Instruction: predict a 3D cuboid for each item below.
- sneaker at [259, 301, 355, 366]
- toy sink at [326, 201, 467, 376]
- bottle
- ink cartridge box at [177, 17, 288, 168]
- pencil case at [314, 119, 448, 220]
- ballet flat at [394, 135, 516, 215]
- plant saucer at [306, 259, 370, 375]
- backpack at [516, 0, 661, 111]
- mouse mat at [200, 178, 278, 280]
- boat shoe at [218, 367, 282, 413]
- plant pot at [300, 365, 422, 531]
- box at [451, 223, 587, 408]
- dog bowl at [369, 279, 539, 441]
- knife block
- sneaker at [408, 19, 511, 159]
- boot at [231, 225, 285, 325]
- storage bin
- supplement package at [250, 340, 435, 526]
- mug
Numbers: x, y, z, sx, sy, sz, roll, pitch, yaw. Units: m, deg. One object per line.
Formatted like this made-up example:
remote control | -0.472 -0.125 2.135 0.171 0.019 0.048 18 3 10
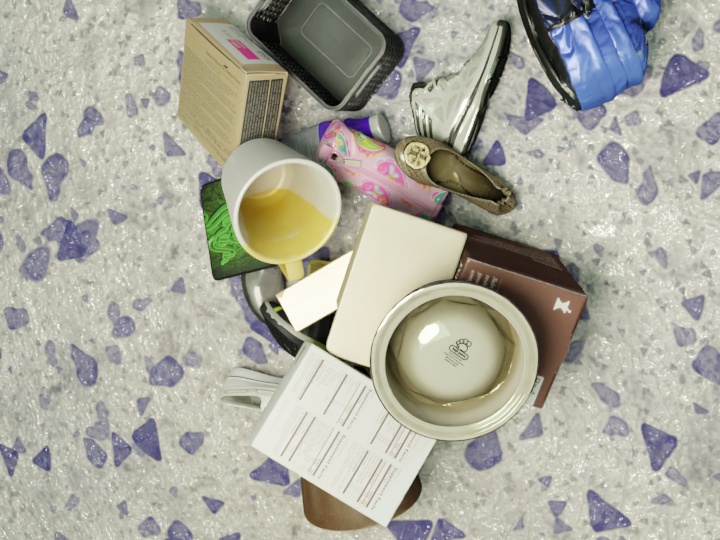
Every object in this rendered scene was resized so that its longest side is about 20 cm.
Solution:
sneaker | -0.068 0.095 1.274 0.200 0.083 0.072 33 154 34
toy sink | 0.042 0.024 1.112 0.130 0.112 0.201 17 93 -4
bottle | -0.052 -0.183 1.278 0.199 0.065 0.084 -18 69 22
ink cartridge box | -0.196 -0.260 1.253 0.200 0.075 0.165 47 134 39
pencil case | 0.028 -0.139 1.208 0.199 0.088 0.088 27 110 -17
ballet flat | 0.138 -0.131 1.178 0.199 0.046 0.068 26 89 -20
plant saucer | 0.012 0.088 1.315 0.199 0.048 0.201 7 102 19
backpack | 0.298 -0.317 1.077 0.167 0.162 0.201 -21 91 19
mouse mat | -0.183 -0.076 1.320 0.199 0.008 0.162 -13 85 43
boat shoe | -0.139 0.215 1.374 0.199 0.066 0.074 7 141 27
plant pot | -0.017 0.254 1.266 0.186 0.187 0.201 -7 104 21
box | 0.184 0.054 1.143 0.163 0.200 0.167 18 105 -4
dog bowl | 0.110 0.100 1.017 0.199 0.074 0.201 1 105 2
knife block | 0.000 0.000 1.191 0.175 0.200 0.064 -33 86 52
sneaker | 0.132 -0.269 1.193 0.115 0.076 0.201 25 109 13
boot | -0.129 -0.014 1.318 0.131 0.070 0.201 -14 96 43
storage bin | -0.051 -0.343 1.240 0.200 0.094 0.135 44 111 8
supplement package | -0.023 0.209 1.116 0.199 0.152 0.151 32 84 -4
mug | -0.129 -0.094 1.164 0.153 0.149 0.187 50 122 52
